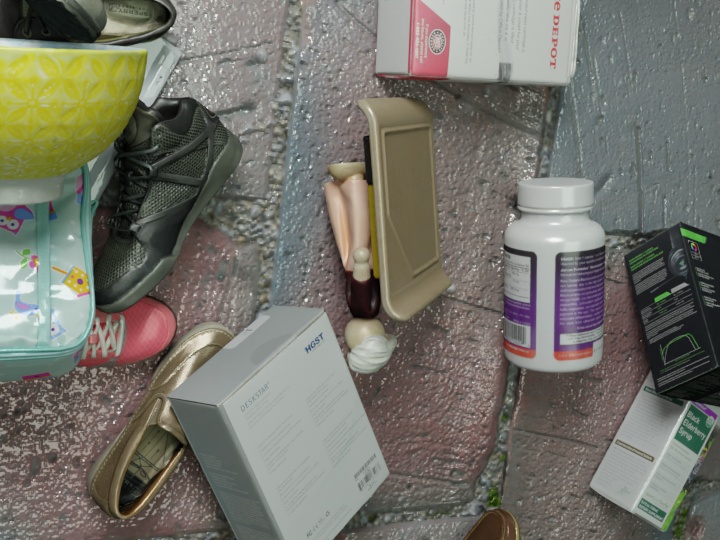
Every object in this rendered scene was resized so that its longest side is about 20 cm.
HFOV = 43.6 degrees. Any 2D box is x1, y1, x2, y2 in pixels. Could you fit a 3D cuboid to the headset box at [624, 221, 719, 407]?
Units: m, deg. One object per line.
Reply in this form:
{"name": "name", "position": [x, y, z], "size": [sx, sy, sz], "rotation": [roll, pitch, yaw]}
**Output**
{"name": "headset box", "position": [0.427, 0.054, 1.092], "size": [0.173, 0.093, 0.202], "rotation": [15, 56, -29]}

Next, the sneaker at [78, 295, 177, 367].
{"name": "sneaker", "position": [-0.249, 0.059, 0.770], "size": [0.198, 0.087, 0.075], "rotation": [2, 100, -29]}

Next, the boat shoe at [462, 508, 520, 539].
{"name": "boat shoe", "position": [0.117, 0.366, 1.042], "size": [0.067, 0.072, 0.201], "rotation": [32, 87, -32]}

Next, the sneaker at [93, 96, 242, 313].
{"name": "sneaker", "position": [-0.188, -0.067, 0.763], "size": [0.200, 0.076, 0.114], "rotation": [-59, 139, -16]}

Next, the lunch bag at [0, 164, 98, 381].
{"name": "lunch bag", "position": [-0.282, -0.017, 0.693], "size": [0.159, 0.077, 0.202], "rotation": [-1, 66, -21]}

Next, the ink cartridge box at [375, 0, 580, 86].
{"name": "ink cartridge box", "position": [0.120, -0.264, 0.910], "size": [0.198, 0.085, 0.147], "rotation": [-3, 102, -26]}

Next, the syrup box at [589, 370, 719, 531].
{"name": "syrup box", "position": [0.388, 0.218, 1.156], "size": [0.078, 0.081, 0.201], "rotation": [33, 85, -31]}

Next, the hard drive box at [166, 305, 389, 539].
{"name": "hard drive box", "position": [-0.071, 0.160, 0.864], "size": [0.156, 0.076, 0.201], "rotation": [-40, 120, -41]}

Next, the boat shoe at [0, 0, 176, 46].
{"name": "boat shoe", "position": [-0.246, -0.214, 0.726], "size": [0.198, 0.065, 0.074], "rotation": [-10, 106, -23]}

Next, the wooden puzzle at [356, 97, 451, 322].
{"name": "wooden puzzle", "position": [0.040, -0.066, 0.873], "size": [0.185, 0.037, 0.202], "rotation": [-28, 111, -68]}

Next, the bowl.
{"name": "bowl", "position": [-0.249, -0.105, 0.627], "size": [0.198, 0.200, 0.109], "rotation": [-3, 106, -28]}

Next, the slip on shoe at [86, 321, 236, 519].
{"name": "slip on shoe", "position": [-0.177, 0.140, 0.840], "size": [0.076, 0.060, 0.200], "rotation": [45, 76, -28]}

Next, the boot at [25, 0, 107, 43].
{"name": "boot", "position": [-0.222, -0.269, 0.672], "size": [0.131, 0.200, 0.068], "rotation": [-43, 158, -10]}

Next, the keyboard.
{"name": "keyboard", "position": [-0.228, -0.122, 0.791], "size": [0.056, 0.011, 0.201], "rotation": [31, 84, -25]}

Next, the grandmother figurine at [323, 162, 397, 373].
{"name": "grandmother figurine", "position": [0.000, 0.000, 0.885], "size": [0.060, 0.121, 0.202], "rotation": [-5, 88, 15]}

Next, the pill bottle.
{"name": "pill bottle", "position": [0.215, 0.002, 0.999], "size": [0.110, 0.111, 0.202], "rotation": [-8, 104, -27]}
